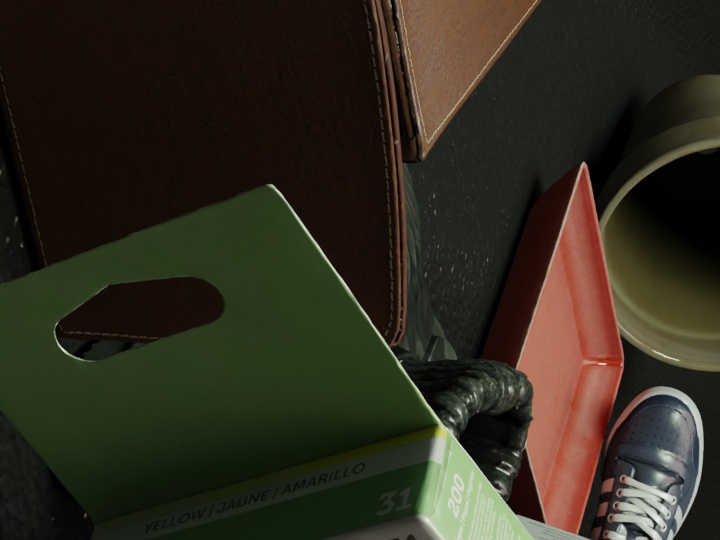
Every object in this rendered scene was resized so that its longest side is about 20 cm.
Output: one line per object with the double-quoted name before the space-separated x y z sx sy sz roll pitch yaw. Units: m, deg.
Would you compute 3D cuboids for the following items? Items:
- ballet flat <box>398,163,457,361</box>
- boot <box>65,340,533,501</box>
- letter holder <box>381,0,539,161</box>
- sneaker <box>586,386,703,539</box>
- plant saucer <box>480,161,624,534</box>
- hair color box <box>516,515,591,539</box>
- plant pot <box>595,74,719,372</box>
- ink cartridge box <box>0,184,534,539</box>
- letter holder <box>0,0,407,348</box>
"ballet flat" 0.000 0.000 0.883 0.067 0.057 0.200 -59 144 -43
"boot" -0.004 0.032 0.730 0.211 0.157 0.080 -60 146 -50
"letter holder" 0.001 -0.151 0.780 0.200 0.100 0.142 -54 140 -54
"sneaker" 0.179 0.181 1.267 0.108 0.070 0.200 -37 146 -76
"plant saucer" 0.123 0.066 1.225 0.200 0.037 0.200 73 29 -43
"hair color box" 0.044 0.179 0.844 0.200 0.111 0.064 -14 109 -41
"plant pot" 0.266 -0.056 1.397 0.174 0.199 0.200 -84 165 -55
"ink cartridge box" -0.035 0.079 0.599 0.200 0.145 0.048 53 33 -31
"letter holder" -0.041 -0.082 0.641 0.101 0.142 0.200 -54 142 -53
